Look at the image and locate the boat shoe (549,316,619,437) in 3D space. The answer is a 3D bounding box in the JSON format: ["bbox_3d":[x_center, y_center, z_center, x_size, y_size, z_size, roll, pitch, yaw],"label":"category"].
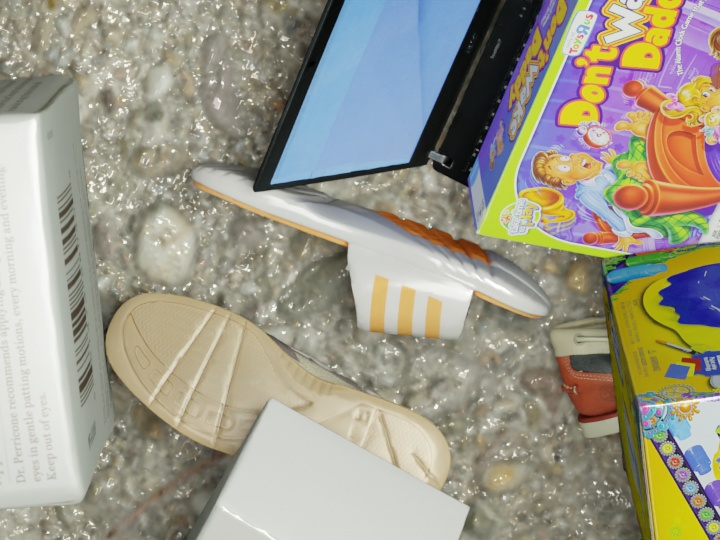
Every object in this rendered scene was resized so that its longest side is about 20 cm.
[{"bbox_3d":[0.201,0.029,1.573,0.199,0.071,0.063,-19,95,8],"label":"boat shoe"}]

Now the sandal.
[{"bbox_3d":[0.001,-0.001,1.571,0.206,0.079,0.059,20,100,7],"label":"sandal"}]

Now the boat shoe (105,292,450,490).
[{"bbox_3d":[-0.045,0.075,1.584,0.199,0.065,0.072,23,81,6],"label":"boat shoe"}]

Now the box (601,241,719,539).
[{"bbox_3d":[0.226,0.070,1.436,0.192,0.200,0.122,-8,110,1],"label":"box"}]

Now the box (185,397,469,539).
[{"bbox_3d":[-0.047,0.188,1.545,0.124,0.098,0.200,29,127,-3],"label":"box"}]

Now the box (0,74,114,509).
[{"bbox_3d":[-0.226,0.012,1.512,0.171,0.200,0.200,-6,99,0],"label":"box"}]

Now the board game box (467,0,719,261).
[{"bbox_3d":[0.149,-0.093,1.466,0.134,0.045,0.200,10,131,-14],"label":"board game box"}]

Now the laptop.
[{"bbox_3d":[0.075,-0.085,1.503,0.199,0.103,0.178,28,128,4],"label":"laptop"}]
